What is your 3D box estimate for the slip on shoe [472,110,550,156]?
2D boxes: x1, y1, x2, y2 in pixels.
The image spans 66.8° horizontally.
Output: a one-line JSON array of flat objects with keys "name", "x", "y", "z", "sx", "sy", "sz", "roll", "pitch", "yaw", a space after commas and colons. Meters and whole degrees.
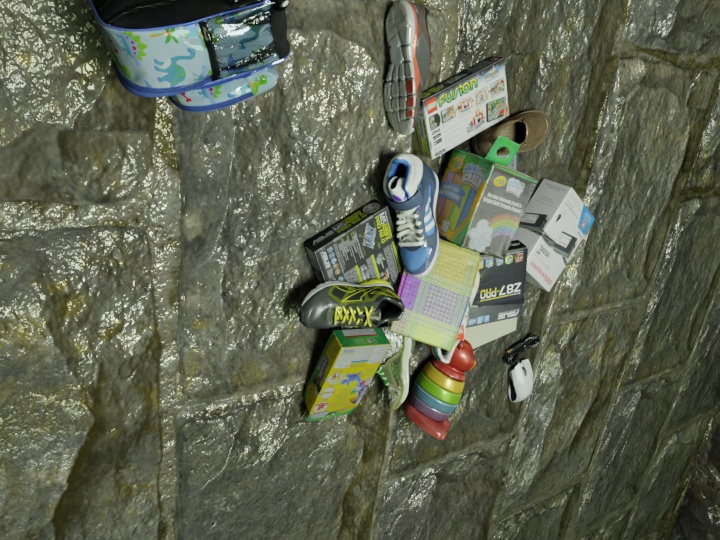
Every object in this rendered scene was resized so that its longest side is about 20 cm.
[{"name": "slip on shoe", "x": 0.309, "y": -0.269, "z": 1.067, "sx": 0.196, "sy": 0.060, "sz": 0.078, "roll": -16, "pitch": 102, "yaw": -26}]

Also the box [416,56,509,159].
[{"name": "box", "x": 0.186, "y": -0.296, "z": 0.990, "sx": 0.198, "sy": 0.035, "sz": 0.112, "roll": -31, "pitch": 126, "yaw": -21}]

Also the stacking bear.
[{"name": "stacking bear", "x": 0.182, "y": 0.239, "z": 1.184, "sx": 0.203, "sy": 0.112, "sz": 0.121, "roll": -64, "pitch": 167, "yaw": 7}]

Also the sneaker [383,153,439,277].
[{"name": "sneaker", "x": 0.077, "y": -0.097, "z": 0.936, "sx": 0.145, "sy": 0.079, "sz": 0.206, "roll": 11, "pitch": 83, "yaw": -57}]

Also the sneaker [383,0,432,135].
[{"name": "sneaker", "x": 0.090, "y": -0.325, "z": 0.884, "sx": 0.081, "sy": 0.076, "sz": 0.205, "roll": -19, "pitch": 122, "yaw": -35}]

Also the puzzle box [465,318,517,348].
[{"name": "puzzle box", "x": 0.288, "y": 0.105, "z": 1.256, "sx": 0.196, "sy": 0.025, "sz": 0.136, "roll": -16, "pitch": 118, "yaw": -29}]

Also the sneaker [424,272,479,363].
[{"name": "sneaker", "x": 0.191, "y": 0.089, "z": 1.069, "sx": 0.069, "sy": 0.094, "sz": 0.203, "roll": 17, "pitch": 108, "yaw": -19}]

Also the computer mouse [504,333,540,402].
[{"name": "computer mouse", "x": 0.424, "y": 0.269, "z": 1.420, "sx": 0.108, "sy": 0.044, "sz": 0.204, "roll": -27, "pitch": 124, "yaw": -24}]

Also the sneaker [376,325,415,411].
[{"name": "sneaker", "x": 0.051, "y": 0.191, "z": 1.107, "sx": 0.086, "sy": 0.077, "sz": 0.205, "roll": 0, "pitch": 106, "yaw": -21}]

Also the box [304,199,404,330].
[{"name": "box", "x": 0.000, "y": 0.000, "z": 0.987, "sx": 0.159, "sy": 0.044, "sz": 0.203, "roll": -33, "pitch": 127, "yaw": -20}]

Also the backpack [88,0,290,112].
[{"name": "backpack", "x": -0.194, "y": -0.277, "z": 0.631, "sx": 0.196, "sy": 0.185, "sz": 0.149, "roll": -20, "pitch": 143, "yaw": -15}]

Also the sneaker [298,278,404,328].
[{"name": "sneaker", "x": -0.009, "y": 0.060, "z": 0.925, "sx": 0.196, "sy": 0.084, "sz": 0.076, "roll": -12, "pitch": 118, "yaw": -31}]

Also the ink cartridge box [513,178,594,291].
[{"name": "ink cartridge box", "x": 0.418, "y": -0.076, "z": 1.228, "sx": 0.144, "sy": 0.084, "sz": 0.202, "roll": 31, "pitch": 92, "yaw": -40}]

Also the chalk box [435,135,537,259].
[{"name": "chalk box", "x": 0.227, "y": -0.145, "z": 1.008, "sx": 0.122, "sy": 0.124, "sz": 0.204, "roll": 12, "pitch": 106, "yaw": -33}]

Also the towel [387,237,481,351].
[{"name": "towel", "x": 0.139, "y": 0.035, "z": 1.021, "sx": 0.141, "sy": 0.023, "sz": 0.205, "roll": 18, "pitch": 82, "yaw": -9}]

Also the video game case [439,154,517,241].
[{"name": "video game case", "x": 0.243, "y": -0.155, "z": 1.109, "sx": 0.197, "sy": 0.018, "sz": 0.146, "roll": -25, "pitch": 124, "yaw": -25}]

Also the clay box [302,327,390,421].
[{"name": "clay box", "x": -0.033, "y": 0.198, "z": 1.029, "sx": 0.113, "sy": 0.048, "sz": 0.203, "roll": 1, "pitch": 129, "yaw": -36}]

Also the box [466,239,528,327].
[{"name": "box", "x": 0.247, "y": 0.032, "z": 1.140, "sx": 0.195, "sy": 0.049, "sz": 0.165, "roll": -9, "pitch": 117, "yaw": -12}]
